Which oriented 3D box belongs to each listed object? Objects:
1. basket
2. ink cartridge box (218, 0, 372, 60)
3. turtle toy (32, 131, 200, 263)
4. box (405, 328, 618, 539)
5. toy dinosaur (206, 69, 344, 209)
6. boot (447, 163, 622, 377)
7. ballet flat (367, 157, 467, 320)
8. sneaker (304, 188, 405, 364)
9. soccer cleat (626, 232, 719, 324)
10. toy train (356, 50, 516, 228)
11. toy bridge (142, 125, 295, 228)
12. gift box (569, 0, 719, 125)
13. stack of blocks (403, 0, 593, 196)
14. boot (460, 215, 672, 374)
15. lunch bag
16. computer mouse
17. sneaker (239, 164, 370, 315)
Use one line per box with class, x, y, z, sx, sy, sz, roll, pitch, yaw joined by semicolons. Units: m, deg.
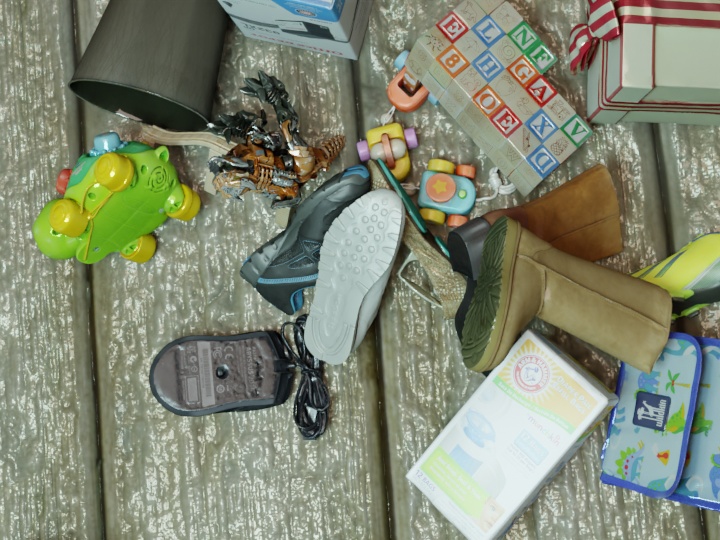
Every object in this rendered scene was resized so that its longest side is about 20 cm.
basket;-0.216;-0.276;1.349;0.178;0.136;0.203;13;80;28
ink cartridge box;-0.073;-0.304;1.299;0.143;0.200;0.085;13;87;8
turtle toy;-0.284;-0.076;1.338;0.199;0.145;0.102;-40;56;17
box;0.158;0.171;1.240;0.112;0.101;0.201;42;99;17
toy dinosaur;-0.094;-0.125;1.294;0.102;0.199;0.137;-36;76;19
boot;0.191;0.003;1.284;0.198;0.068;0.191;-22;112;-23
ballet flat;0.056;-0.027;1.297;0.065;0.071;0.201;-37;96;11
sneaker;0.000;0.000;1.274;0.076;0.080;0.202;32;116;17
soccer cleat;0.350;0.003;1.286;0.197;0.065;0.085;-12;52;10
toy train;0.080;-0.145;1.332;0.150;0.056;0.201;-40;80;1
toy bridge;-0.160;-0.118;1.354;0.198;0.068;0.027;26;45;9
gift box;0.319;-0.260;1.259;0.184;0.185;0.203;1;79;-2
stack of blocks;0.158;-0.196;1.307;0.115;0.059;0.200;-40;86;-20
boot;0.206;0.052;1.169;0.198;0.066;0.177;25;61;-14
lunch bag;0.353;0.155;1.232;0.197;0.127;0.173;10;85;27
computer mouse;-0.133;0.120;1.333;0.197;0.053;0.141;0;81;-5
sneaker;-0.044;-0.034;1.308;0.082;0.073;0.200;47;123;2
